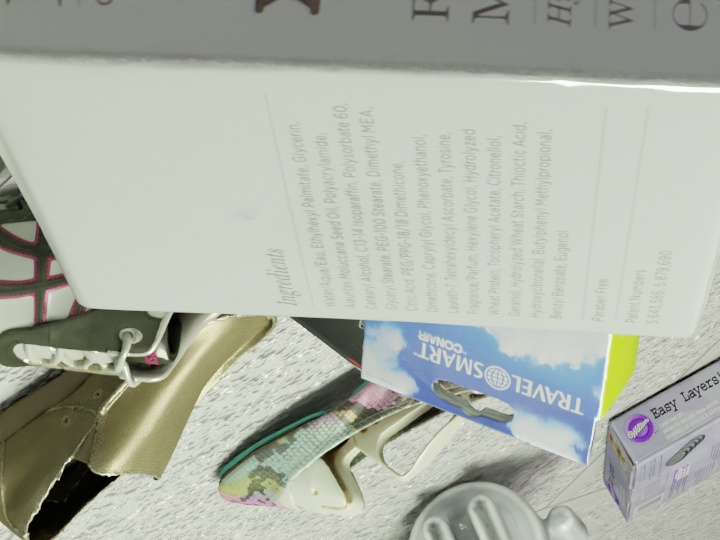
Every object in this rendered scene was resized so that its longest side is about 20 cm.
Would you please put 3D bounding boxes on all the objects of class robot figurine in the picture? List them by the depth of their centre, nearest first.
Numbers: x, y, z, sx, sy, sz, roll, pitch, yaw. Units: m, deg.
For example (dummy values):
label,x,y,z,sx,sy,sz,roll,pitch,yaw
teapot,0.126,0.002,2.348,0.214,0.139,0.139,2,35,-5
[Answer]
label,x,y,z,sx,sy,sz,roll,pitch,yaw
robot figurine,0.103,0.238,1.549,0.168,0.114,0.200,-22,159,7

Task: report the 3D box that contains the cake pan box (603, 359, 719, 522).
label,x,y,z,sx,sy,sz,roll,pitch,yaw
cake pan box,0.303,0.138,1.680,0.183,0.053,0.200,-27,158,-4

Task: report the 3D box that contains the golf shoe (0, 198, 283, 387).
label,x,y,z,sx,sy,sz,roll,pitch,yaw
golf shoe,-0.124,0.013,0.810,0.199,0.089,0.077,-27,160,-6

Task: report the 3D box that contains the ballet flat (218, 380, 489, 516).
label,x,y,z,sx,sy,sz,roll,pitch,yaw
ballet flat,0.002,0.107,1.195,0.199,0.071,0.069,-34,159,9

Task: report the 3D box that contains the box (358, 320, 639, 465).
label,x,y,z,sx,sy,sz,roll,pitch,yaw
box,0.062,-0.025,0.801,0.048,0.121,0.201,-45,147,-45

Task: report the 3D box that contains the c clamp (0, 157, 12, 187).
label,x,y,z,sx,sy,sz,roll,pitch,yaw
c clamp,-0.197,-0.038,0.695,0.199,0.027,0.171,-34,163,3

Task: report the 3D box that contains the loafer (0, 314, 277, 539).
label,x,y,z,sx,sy,sz,roll,pitch,yaw
loafer,-0.114,0.071,0.971,0.200,0.068,0.076,-38,157,18

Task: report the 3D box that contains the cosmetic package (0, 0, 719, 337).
label,x,y,z,sx,sy,sz,roll,pitch,yaw
cosmetic package,0.007,-0.089,0.549,0.198,0.166,0.165,2,157,4

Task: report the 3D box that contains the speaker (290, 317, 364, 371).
label,x,y,z,sx,sy,sz,roll,pitch,yaw
speaker,0.000,0.000,0.951,0.081,0.082,0.200,-32,159,5
